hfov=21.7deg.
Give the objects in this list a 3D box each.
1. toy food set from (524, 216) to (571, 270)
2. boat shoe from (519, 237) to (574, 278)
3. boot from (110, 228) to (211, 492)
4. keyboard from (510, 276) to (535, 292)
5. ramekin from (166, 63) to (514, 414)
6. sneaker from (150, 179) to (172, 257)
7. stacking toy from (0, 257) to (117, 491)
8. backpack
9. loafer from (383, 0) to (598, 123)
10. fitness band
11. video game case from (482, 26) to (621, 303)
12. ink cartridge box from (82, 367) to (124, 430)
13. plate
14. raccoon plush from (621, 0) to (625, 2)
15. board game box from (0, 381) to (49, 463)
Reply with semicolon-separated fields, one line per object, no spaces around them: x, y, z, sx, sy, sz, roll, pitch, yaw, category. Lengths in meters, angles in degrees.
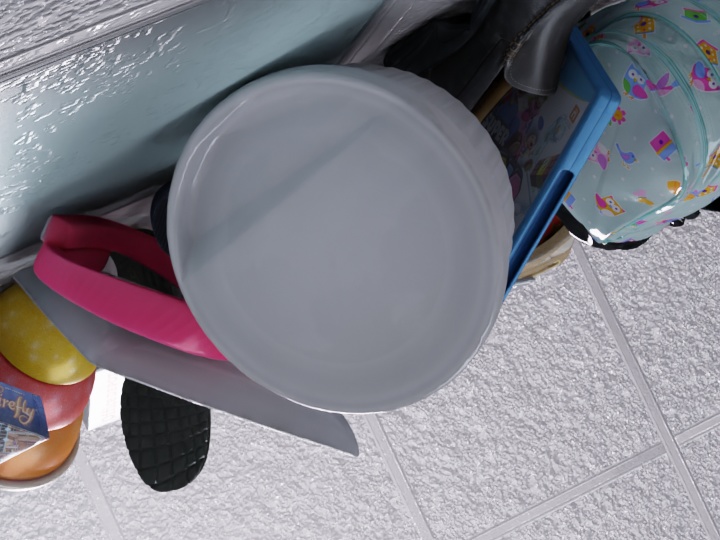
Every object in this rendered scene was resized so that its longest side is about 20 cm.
0.089;-0.061;1.523;0.200;0.049;0.198;-28;-140;-13;toy food set
0.087;-0.001;1.556;0.200;0.074;0.069;-18;144;-1;boat shoe
-0.131;0.062;1.415;0.068;0.200;0.131;-9;176;16;boot
0.076;0.029;1.503;0.056;0.011;0.200;-4;171;-19;keyboard
-0.003;-0.028;1.080;0.202;0.202;0.094;-27;-171;26;ramekin
-0.046;-0.011;1.247;0.070;0.200;0.082;-60;-164;6;sneaker
-0.231;0.054;1.369;0.146;0.146;0.200;-20;158;-53;stacking toy
0.184;-0.097;1.185;0.127;0.167;0.200;-37;-177;-28;backpack
0.100;-0.136;1.096;0.073;0.072;0.200;-21;174;-41;loafer
-0.128;0.012;1.186;0.037;0.144;0.200;-63;172;6;fitness band
0.086;-0.057;1.157;0.200;0.018;0.143;-61;-156;25;video game case
-0.151;0.045;1.570;0.200;0.083;0.147;-19;160;-16;ink cartridge box
-0.112;0.050;1.236;0.199;0.032;0.200;23;-174;-29;plate
0.195;-0.182;1.304;0.134;0.097;0.200;-11;153;30;raccoon plush
-0.325;0.101;1.253;0.135;0.035;0.200;-27;150;22;board game box
